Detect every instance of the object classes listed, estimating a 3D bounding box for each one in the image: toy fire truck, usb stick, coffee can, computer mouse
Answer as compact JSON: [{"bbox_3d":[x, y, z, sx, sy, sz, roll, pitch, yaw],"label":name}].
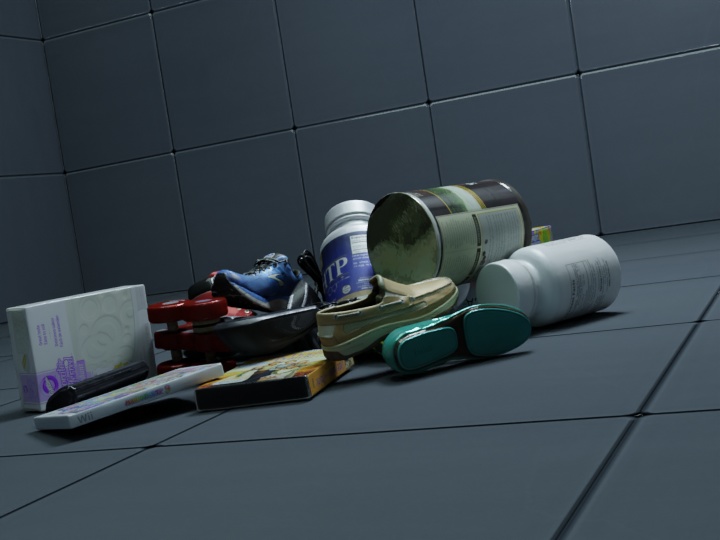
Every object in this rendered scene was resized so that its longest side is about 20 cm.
[{"bbox_3d":[-0.204,0.090,1.602,0.199,0.113,0.167,-4,7,44],"label":"toy fire truck"},{"bbox_3d":[-0.347,0.157,1.465,0.055,0.033,0.200,-47,-10,17],"label":"usb stick"},{"bbox_3d":[0.129,-0.049,1.583,0.199,0.148,0.146,-11,4,-41],"label":"coffee can"},{"bbox_3d":[-0.072,0.079,1.652,0.046,0.141,0.201,-20,39,17],"label":"computer mouse"},{"bbox_3d":[-0.099,0.080,1.477,0.198,0.053,0.138,-11,2,-29],"label":"computer mouse"}]

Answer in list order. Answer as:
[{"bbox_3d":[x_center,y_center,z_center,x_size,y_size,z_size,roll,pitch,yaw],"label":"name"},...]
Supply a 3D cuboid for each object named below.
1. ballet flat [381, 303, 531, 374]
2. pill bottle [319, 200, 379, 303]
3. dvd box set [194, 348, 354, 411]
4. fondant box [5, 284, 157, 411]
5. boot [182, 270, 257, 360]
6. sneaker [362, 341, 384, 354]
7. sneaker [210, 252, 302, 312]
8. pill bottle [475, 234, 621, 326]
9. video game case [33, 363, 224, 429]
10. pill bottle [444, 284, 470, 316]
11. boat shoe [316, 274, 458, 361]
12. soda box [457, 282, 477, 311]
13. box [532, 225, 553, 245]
[{"bbox_3d":[0.112,0.079,1.344,0.198,0.068,0.070,-12,10,-25],"label":"ballet flat"},{"bbox_3d":[0.000,0.000,1.648,0.118,0.201,0.120,-6,-36,-4],"label":"pill bottle"},{"bbox_3d":[-0.101,0.132,1.364,0.145,0.030,0.200,-8,4,16],"label":"dvd box set"},{"bbox_3d":[-0.393,0.107,1.566,0.058,0.146,0.199,-4,6,45],"label":"fondant box"},{"bbox_3d":[-0.192,0.060,1.771,0.198,0.146,0.072,-7,-29,17],"label":"boot"},{"bbox_3d":[0.039,0.079,1.498,0.083,0.075,0.199,-16,6,-32],"label":"sneaker"},{"bbox_3d":[-0.152,0.015,1.644,0.078,0.090,0.200,3,-6,29],"label":"sneaker"},{"bbox_3d":[0.266,0.019,1.565,0.199,0.116,0.114,-11,4,-35],"label":"pill bottle"},{"bbox_3d":[-0.282,0.153,1.338,0.199,0.018,0.143,-18,2,-33],"label":"video game case"},{"bbox_3d":[0.119,-0.005,1.738,0.118,0.120,0.201,-7,38,22],"label":"pill bottle"},{"bbox_3d":[0.035,0.041,1.363,0.199,0.077,0.071,-25,16,-28],"label":"boat shoe"},{"bbox_3d":[0.221,0.038,1.798,0.198,0.064,0.068,-6,4,27],"label":"soda box"},{"bbox_3d":[0.232,-0.003,1.951,0.191,0.123,0.200,-7,3,25],"label":"box"}]
